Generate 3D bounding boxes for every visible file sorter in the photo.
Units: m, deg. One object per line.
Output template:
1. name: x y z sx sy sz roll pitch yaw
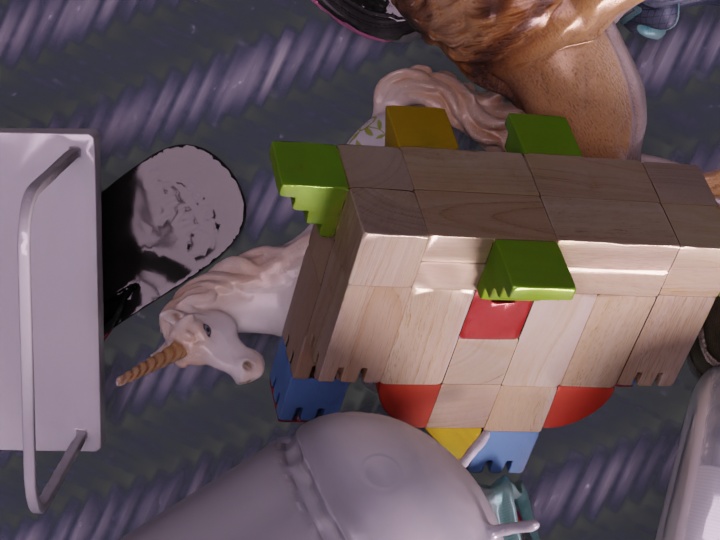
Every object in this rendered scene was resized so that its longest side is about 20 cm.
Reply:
1. file sorter: -0.211 0.021 0.736 0.199 0.125 0.139 1 104 1

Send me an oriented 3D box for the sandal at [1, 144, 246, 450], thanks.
1. sandal: -0.139 0.015 0.822 0.200 0.045 0.075 -39 91 4

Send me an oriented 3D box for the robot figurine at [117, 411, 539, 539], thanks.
1. robot figurine: -0.029 0.127 0.679 0.200 0.170 0.113 -32 128 3

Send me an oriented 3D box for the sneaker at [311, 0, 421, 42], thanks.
1. sneaker: -0.020 -0.190 0.782 0.079 0.095 0.200 -27 92 1

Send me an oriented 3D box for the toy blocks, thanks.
1. toy blocks: 0.051 0.022 0.729 0.199 0.100 0.137 2 133 -18

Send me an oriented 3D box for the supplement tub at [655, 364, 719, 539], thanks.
1. supplement tub: 0.221 0.116 0.731 0.199 0.123 0.123 13 93 8

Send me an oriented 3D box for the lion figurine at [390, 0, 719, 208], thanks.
1. lion figurine: 0.094 -0.069 0.758 0.122 0.072 0.200 -20 99 16

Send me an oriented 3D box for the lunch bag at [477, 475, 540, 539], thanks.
1. lunch bag: 0.015 0.203 0.774 0.170 0.122 0.201 -15 80 7

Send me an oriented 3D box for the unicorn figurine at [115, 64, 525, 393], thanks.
1. unicorn figurine: 0.000 0.000 0.805 0.137 0.074 0.200 28 74 -1

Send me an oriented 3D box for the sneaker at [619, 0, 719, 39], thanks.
1. sneaker: 0.119 -0.148 0.785 0.199 0.078 0.087 21 97 3

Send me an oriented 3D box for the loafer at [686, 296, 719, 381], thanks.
1. loafer: 0.227 0.011 0.759 0.199 0.070 0.075 -9 57 26
